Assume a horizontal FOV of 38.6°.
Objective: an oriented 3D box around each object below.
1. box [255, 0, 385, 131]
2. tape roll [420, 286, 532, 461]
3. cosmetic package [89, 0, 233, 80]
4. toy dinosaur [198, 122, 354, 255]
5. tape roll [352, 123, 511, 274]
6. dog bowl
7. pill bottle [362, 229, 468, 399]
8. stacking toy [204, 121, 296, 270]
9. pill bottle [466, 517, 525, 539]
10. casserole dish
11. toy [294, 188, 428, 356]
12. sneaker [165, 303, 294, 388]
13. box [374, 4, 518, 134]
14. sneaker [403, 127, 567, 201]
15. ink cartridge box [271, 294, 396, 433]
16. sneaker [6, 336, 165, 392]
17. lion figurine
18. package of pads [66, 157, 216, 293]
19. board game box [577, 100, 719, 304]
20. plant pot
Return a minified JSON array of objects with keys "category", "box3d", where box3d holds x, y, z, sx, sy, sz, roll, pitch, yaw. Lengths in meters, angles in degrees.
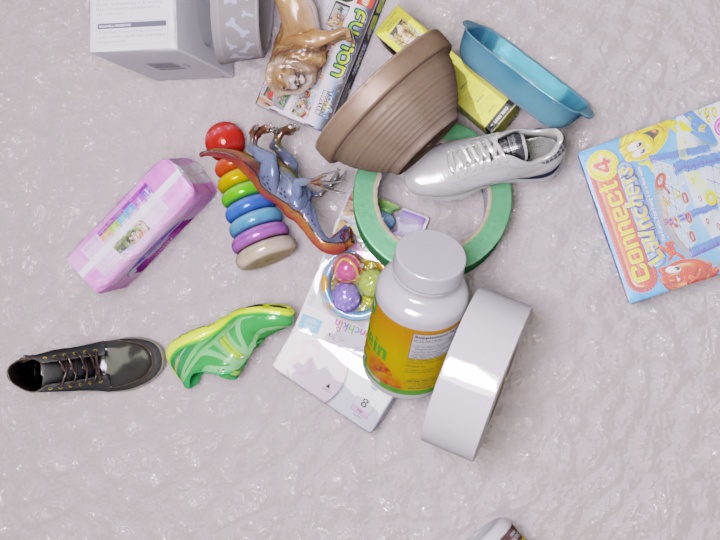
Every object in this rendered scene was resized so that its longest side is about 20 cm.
[{"category":"box","box3d":[-0.052,-0.293,1.364,0.110,0.035,0.201,24,95,11]},{"category":"tape roll","box3d":[0.141,0.125,1.240,0.070,0.202,0.204,20,95,11]},{"category":"cosmetic package","box3d":[-0.253,-0.363,1.325,0.122,0.199,0.202,1,90,13]},{"category":"toy dinosaur","box3d":[-0.084,-0.097,1.317,0.199,0.105,0.183,-18,83,28]},{"category":"tape roll","box3d":[0.089,-0.088,1.299,0.199,0.048,0.202,0,78,0]},{"category":"dog bowl","box3d":[-0.146,-0.362,1.307,0.058,0.200,0.202,3,91,2]},{"category":"pill bottle","box3d":[0.068,0.051,1.225,0.110,0.111,0.201,21,136,12]},{"category":"stacking toy","box3d":[-0.156,-0.106,1.369,0.085,0.085,0.201,-23,82,12]},{"category":"pill bottle","box3d":[0.202,0.416,1.273,0.109,0.109,0.200,-41,82,10]},{"category":"casserole dish","box3d":[0.199,-0.237,1.270,0.200,0.121,0.039,39,116,10]},{"category":"toy","box3d":[0.000,0.000,1.328,0.115,0.047,0.201,21,82,10]},{"category":"sneaker","box3d":[-0.166,0.100,1.376,0.199,0.074,0.084,-25,82,21]},{"category":"box","box3d":[0.110,-0.250,1.309,0.200,0.075,0.050,42,96,10]},{"category":"sneaker","box3d":[0.149,-0.137,1.244,0.199,0.081,0.077,-13,80,0]},{"category":"ink cartridge box","box3d":[0.001,0.085,1.349,0.162,0.057,0.201,32,102,11]},{"category":"sneaker","box3d":[-0.373,0.137,1.403,0.199,0.106,0.075,-10,88,13]},{"category":"lion figurine","box3d":[-0.078,-0.328,1.302,0.122,0.073,0.201,-11,102,8]},{"category":"package of pads","box3d":[-0.289,-0.063,1.376,0.200,0.120,0.076,-45,87,9]},{"category":"board game box","box3d":[0.390,-0.083,1.255,0.195,0.056,0.201,-20,86,12]},{"category":"plant pot","box3d":[0.048,-0.178,1.201,0.201,0.201,0.093,-43,87,10]}]
